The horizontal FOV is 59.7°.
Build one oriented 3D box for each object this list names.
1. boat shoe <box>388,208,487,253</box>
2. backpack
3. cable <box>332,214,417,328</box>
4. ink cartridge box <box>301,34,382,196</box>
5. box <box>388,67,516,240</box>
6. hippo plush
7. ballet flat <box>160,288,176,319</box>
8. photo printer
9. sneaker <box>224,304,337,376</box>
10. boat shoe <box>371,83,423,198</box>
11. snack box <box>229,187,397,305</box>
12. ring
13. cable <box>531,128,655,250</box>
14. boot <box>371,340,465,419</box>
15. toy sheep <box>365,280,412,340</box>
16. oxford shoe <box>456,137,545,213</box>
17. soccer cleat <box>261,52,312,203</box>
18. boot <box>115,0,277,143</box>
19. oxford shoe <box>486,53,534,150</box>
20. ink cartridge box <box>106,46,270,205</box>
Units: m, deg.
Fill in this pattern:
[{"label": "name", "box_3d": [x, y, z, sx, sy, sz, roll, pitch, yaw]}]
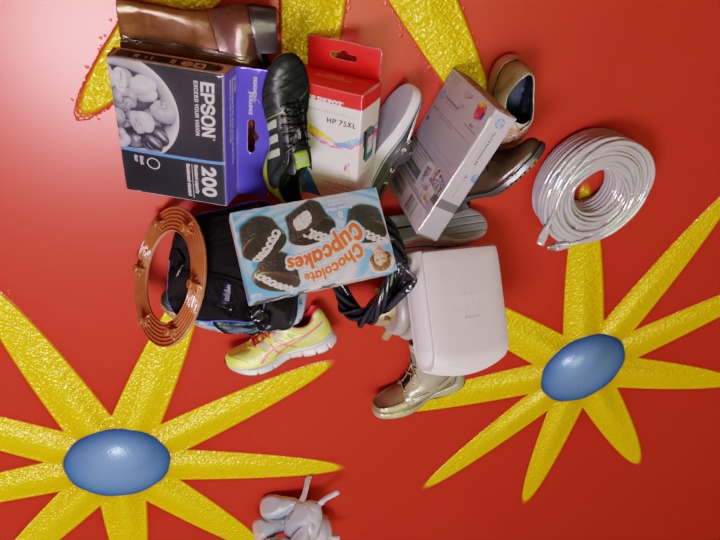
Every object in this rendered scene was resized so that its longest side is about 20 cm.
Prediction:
[{"label": "boat shoe", "box_3d": [0.109, -0.063, 1.039, 0.198, 0.074, 0.067, -3, 154, -15]}, {"label": "backpack", "box_3d": [-0.175, 0.006, 0.918, 0.198, 0.185, 0.147, -3, 164, 28]}, {"label": "cable", "box_3d": [0.000, 0.000, 0.991, 0.051, 0.164, 0.200, -24, 164, -41]}, {"label": "ink cartridge box", "box_3d": [-0.039, -0.203, 0.855, 0.115, 0.067, 0.202, 17, 127, 17]}, {"label": "box", "box_3d": [0.121, -0.168, 0.901, 0.041, 0.156, 0.201, 16, 119, -27]}, {"label": "hippo plush", "box_3d": [-0.137, 0.568, 1.395, 0.201, 0.158, 0.161, -60, 151, -21]}, {"label": "ballet flat", "box_3d": [-0.225, 0.051, 1.033, 0.198, 0.071, 0.065, 1, 152, -13]}, {"label": "photo printer", "box_3d": [0.154, 0.064, 0.997, 0.165, 0.069, 0.202, -5, 88, -30]}, {"label": "sneaker", "box_3d": [-0.145, 0.113, 1.089, 0.198, 0.078, 0.091, -19, 120, -8]}, {"label": "boat shoe", "box_3d": [0.046, -0.178, 0.931, 0.066, 0.070, 0.201, 12, 122, -31]}, {"label": "snack box", "box_3d": [-0.060, -0.033, 0.815, 0.198, 0.117, 0.037, -13, 172, -18]}, {"label": "ring", "box_3d": [-0.280, 0.008, 0.895, 0.019, 0.201, 0.201, 9, 125, -45]}, {"label": "cable", "box_3d": [0.387, -0.138, 1.051, 0.198, 0.069, 0.202, -7, 126, -11]}, {"label": "boot", "box_3d": [0.102, 0.194, 1.209, 0.198, 0.072, 0.156, -21, 128, -6]}, {"label": "toy sheep", "box_3d": [0.099, 0.059, 1.080, 0.198, 0.138, 0.139, -11, 128, -24]}, {"label": "oxford shoe", "box_3d": [0.181, -0.154, 0.941, 0.199, 0.073, 0.085, -25, 111, 40]}, {"label": "soccer cleat", "box_3d": [-0.088, -0.175, 0.802, 0.067, 0.081, 0.201, -19, 139, -28]}, {"label": "boot", "box_3d": [-0.205, -0.249, 0.812, 0.198, 0.069, 0.189, -3, 134, -8]}, {"label": "oxford shoe", "box_3d": [0.219, -0.215, 0.945, 0.070, 0.074, 0.202, -10, 127, -9]}, {"label": "ink cartridge box", "box_3d": [-0.218, -0.180, 0.826, 0.198, 0.044, 0.199, 7, 132, -3]}]
